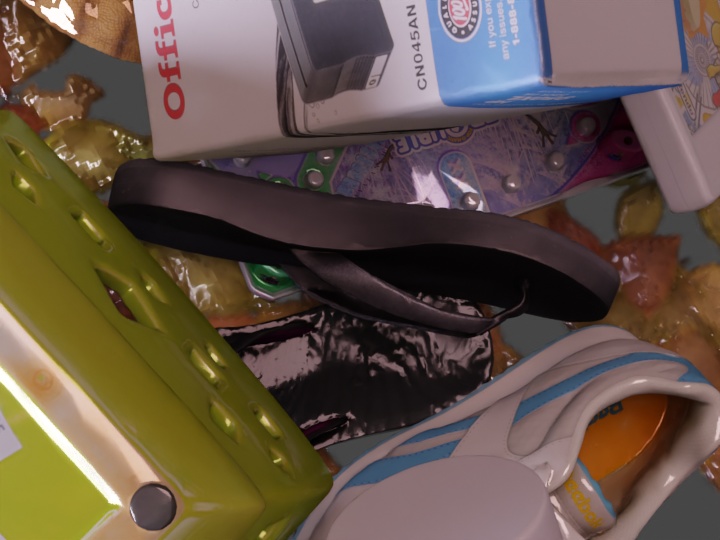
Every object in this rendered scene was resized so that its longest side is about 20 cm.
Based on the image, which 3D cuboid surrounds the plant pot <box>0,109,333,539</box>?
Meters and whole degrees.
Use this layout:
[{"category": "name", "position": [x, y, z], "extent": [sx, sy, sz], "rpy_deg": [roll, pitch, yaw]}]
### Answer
[{"category": "plant pot", "position": [-0.145, 0.073, 0.946], "extent": [0.199, 0.181, 0.200], "rpy_deg": [-43, 89, 2]}]

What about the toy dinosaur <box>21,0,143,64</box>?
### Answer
[{"category": "toy dinosaur", "position": [-0.111, -0.116, 1.063], "extent": [0.199, 0.060, 0.107], "rpy_deg": [23, 83, 3]}]

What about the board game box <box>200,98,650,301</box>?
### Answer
[{"category": "board game box", "position": [0.015, -0.112, 1.124], "extent": [0.199, 0.026, 0.201], "rpy_deg": [-19, 82, -15]}]

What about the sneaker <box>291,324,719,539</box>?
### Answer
[{"category": "sneaker", "position": [0.052, 0.093, 1.049], "extent": [0.200, 0.081, 0.077], "rpy_deg": [-38, 112, -15]}]

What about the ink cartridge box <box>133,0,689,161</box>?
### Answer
[{"category": "ink cartridge box", "position": [0.008, -0.122, 0.971], "extent": [0.084, 0.200, 0.145], "rpy_deg": [-6, 89, -45]}]

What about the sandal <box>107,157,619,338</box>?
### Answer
[{"category": "sandal", "position": [0.000, 0.000, 1.050], "extent": [0.199, 0.076, 0.043], "rpy_deg": [9, 74, 1]}]

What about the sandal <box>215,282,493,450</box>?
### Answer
[{"category": "sandal", "position": [-0.039, 0.049, 1.066], "extent": [0.200, 0.048, 0.076], "rpy_deg": [-23, 84, -16]}]

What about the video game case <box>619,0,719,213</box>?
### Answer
[{"category": "video game case", "position": [0.129, -0.148, 1.075], "extent": [0.182, 0.023, 0.201], "rpy_deg": [-41, 110, -51]}]

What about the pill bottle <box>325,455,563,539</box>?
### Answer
[{"category": "pill bottle", "position": [0.054, 0.172, 0.983], "extent": [0.112, 0.112, 0.201], "rpy_deg": [-24, 115, -15]}]
